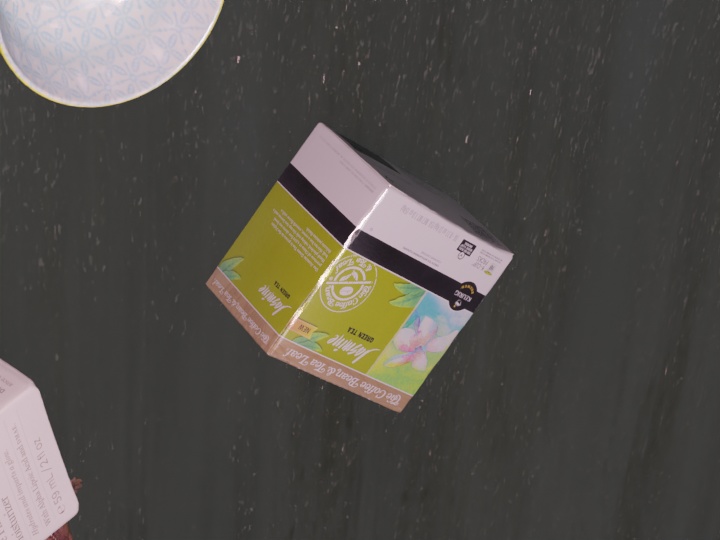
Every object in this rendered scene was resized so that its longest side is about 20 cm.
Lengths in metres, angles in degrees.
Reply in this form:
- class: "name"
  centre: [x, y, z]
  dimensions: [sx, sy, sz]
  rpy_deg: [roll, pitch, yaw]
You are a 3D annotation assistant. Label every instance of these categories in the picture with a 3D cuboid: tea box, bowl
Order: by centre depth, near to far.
- class: "bowl"
  centre: [-0.216, -0.241, 1.543]
  dimensions: [0.200, 0.108, 0.201]
  rpy_deg: [-19, 129, -24]
- class: "tea box"
  centre: [0.000, 0.000, 1.855]
  dimensions: [0.200, 0.134, 0.197]
  rpy_deg: [26, 104, -44]

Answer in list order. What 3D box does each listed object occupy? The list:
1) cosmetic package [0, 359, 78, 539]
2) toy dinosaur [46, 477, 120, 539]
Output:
- class: "cosmetic package"
  centre: [-0.379, 0.175, 1.653]
  dimensions: [0.200, 0.165, 0.165]
  rpy_deg: [-40, 138, -28]
- class: "toy dinosaur"
  centre: [-0.297, 0.239, 1.811]
  dimensions: [0.086, 0.136, 0.200]
  rpy_deg: [-45, 135, 0]
